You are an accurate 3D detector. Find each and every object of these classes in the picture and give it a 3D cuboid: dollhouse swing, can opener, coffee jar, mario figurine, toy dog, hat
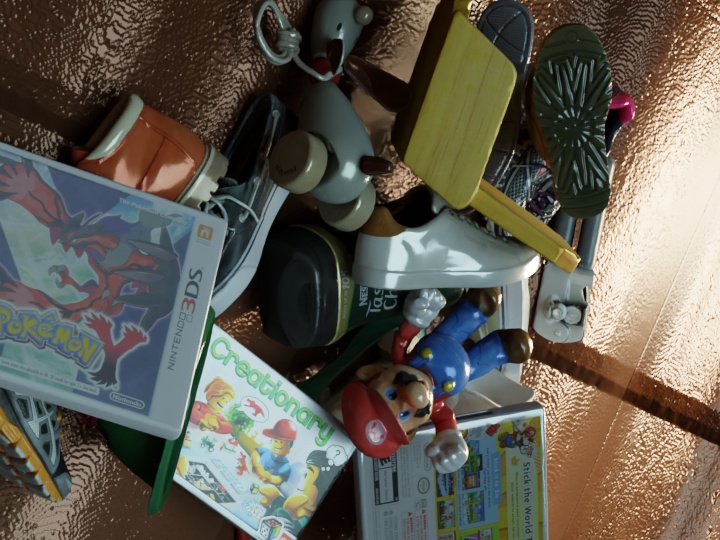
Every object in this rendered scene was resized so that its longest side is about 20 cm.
[{"bbox_3d":[0.125,-0.120,1.604,0.174,0.200,0.183,19,98,-4],"label":"dollhouse swing"},{"bbox_3d":[0.215,-0.023,1.899,0.066,0.052,0.202,-47,147,-70],"label":"can opener"},{"bbox_3d":[0.000,0.000,1.664,0.199,0.085,0.105,-17,116,-39],"label":"coffee jar"},{"bbox_3d":[0.069,0.091,1.634,0.200,0.123,0.107,-38,147,-30],"label":"mario figurine"},{"bbox_3d":[-0.009,-0.136,1.539,0.131,0.096,0.202,-1,83,-55],"label":"toy dog"},{"bbox_3d":[-0.216,0.081,1.467,0.201,0.174,0.167,108,-3,-51],"label":"hat"}]

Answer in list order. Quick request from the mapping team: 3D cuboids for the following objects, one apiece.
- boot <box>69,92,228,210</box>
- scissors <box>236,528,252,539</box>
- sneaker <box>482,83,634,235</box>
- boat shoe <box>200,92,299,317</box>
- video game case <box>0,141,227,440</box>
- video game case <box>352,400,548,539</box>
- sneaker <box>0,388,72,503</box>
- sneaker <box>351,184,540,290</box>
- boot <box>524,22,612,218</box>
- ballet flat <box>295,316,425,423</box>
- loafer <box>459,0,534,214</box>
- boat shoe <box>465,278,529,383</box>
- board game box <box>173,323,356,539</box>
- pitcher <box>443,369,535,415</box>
[{"bbox_3d":[-0.204,-0.041,1.472,0.107,0.075,0.201,40,82,-26],"label":"boot"},{"bbox_3d":[-0.109,0.258,1.718,0.073,0.014,0.202,8,102,-48],"label":"scissors"},{"bbox_3d":[0.187,-0.101,1.812,0.081,0.074,0.201,37,81,-46],"label":"sneaker"},{"bbox_3d":[-0.107,-0.053,1.547,0.068,0.073,0.200,42,74,-42],"label":"boat shoe"},{"bbox_3d":[-0.207,0.012,1.382,0.198,0.023,0.184,18,60,-14],"label":"video game case"},{"bbox_3d":[0.084,0.228,1.720,0.180,0.023,0.202,-9,109,-15],"label":"video game case"},{"bbox_3d":[-0.265,0.101,1.457,0.077,0.078,0.201,-48,135,-31],"label":"sneaker"},{"bbox_3d":[0.082,-0.030,1.624,0.199,0.073,0.086,-3,102,-40],"label":"sneaker"},{"bbox_3d":[0.174,-0.152,1.659,0.065,0.200,0.177,-3,112,0],"label":"boot"},{"bbox_3d":[0.008,0.098,1.722,0.200,0.070,0.068,-39,127,-27],"label":"ballet flat"},{"bbox_3d":[0.116,-0.149,1.732,0.063,0.071,0.202,-50,157,-81],"label":"loafer"},{"bbox_3d":[0.130,0.042,1.826,0.072,0.061,0.201,-75,167,-45],"label":"boat shoe"},{"bbox_3d":[-0.107,0.140,1.608,0.200,0.035,0.127,39,78,-25],"label":"board game box"},{"bbox_3d":[0.065,0.186,1.767,0.171,0.121,0.202,12,104,-50],"label":"pitcher"}]
